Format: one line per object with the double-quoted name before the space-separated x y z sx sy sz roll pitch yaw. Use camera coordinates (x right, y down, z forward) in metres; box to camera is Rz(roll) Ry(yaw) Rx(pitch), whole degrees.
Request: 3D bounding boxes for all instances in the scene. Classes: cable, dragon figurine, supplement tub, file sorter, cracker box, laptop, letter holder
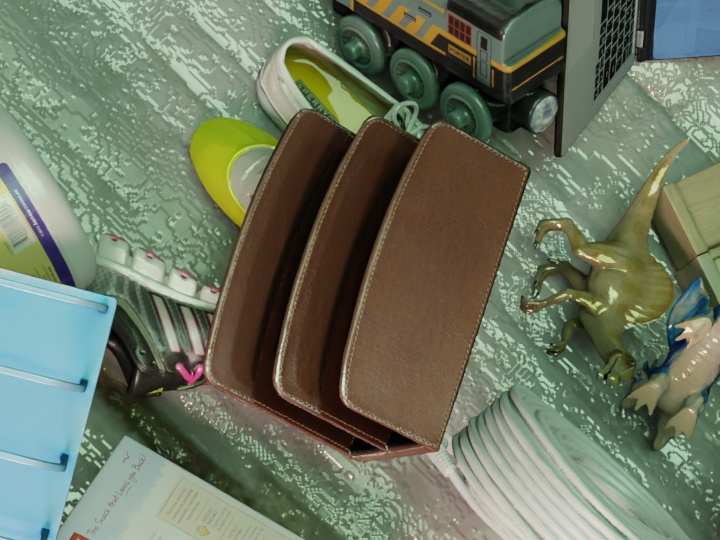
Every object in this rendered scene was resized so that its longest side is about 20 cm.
"cable" 0.146 0.161 1.628 0.069 0.200 0.200 -48 53 9
"dragon figurine" 0.231 0.048 1.683 0.059 0.201 0.100 32 28 1
"supplement tub" -0.283 -0.003 1.587 0.199 0.145 0.146 -33 84 -11
"file sorter" -0.232 0.096 1.456 0.138 0.123 0.201 15 88 -5
"cracker box" -0.100 0.209 1.587 0.199 0.058 0.134 31 42 3
"laptop" 0.228 -0.189 1.728 0.115 0.188 0.200 20 47 22
"letter holder" 0.000 0.000 1.605 0.142 0.100 0.201 28 69 -24

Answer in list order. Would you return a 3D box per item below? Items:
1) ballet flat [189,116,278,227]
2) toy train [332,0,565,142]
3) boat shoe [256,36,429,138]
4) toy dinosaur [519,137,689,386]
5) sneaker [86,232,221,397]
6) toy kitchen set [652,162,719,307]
"ballet flat" -0.038 -0.032 1.702 0.067 0.067 0.200 -38 86 -18
"toy train" 0.057 -0.169 1.710 0.085 0.114 0.200 -32 51 -31
"boat shoe" 0.017 -0.088 1.721 0.202 0.086 0.075 46 70 2
"toy dinosaur" 0.169 -0.001 1.733 0.100 0.058 0.201 9 60 12
"sneaker" -0.114 0.055 1.658 0.199 0.074 0.088 27 70 0
"toy kitchen set" 0.333 -0.012 1.727 0.162 0.180 0.201 -23 80 -19
